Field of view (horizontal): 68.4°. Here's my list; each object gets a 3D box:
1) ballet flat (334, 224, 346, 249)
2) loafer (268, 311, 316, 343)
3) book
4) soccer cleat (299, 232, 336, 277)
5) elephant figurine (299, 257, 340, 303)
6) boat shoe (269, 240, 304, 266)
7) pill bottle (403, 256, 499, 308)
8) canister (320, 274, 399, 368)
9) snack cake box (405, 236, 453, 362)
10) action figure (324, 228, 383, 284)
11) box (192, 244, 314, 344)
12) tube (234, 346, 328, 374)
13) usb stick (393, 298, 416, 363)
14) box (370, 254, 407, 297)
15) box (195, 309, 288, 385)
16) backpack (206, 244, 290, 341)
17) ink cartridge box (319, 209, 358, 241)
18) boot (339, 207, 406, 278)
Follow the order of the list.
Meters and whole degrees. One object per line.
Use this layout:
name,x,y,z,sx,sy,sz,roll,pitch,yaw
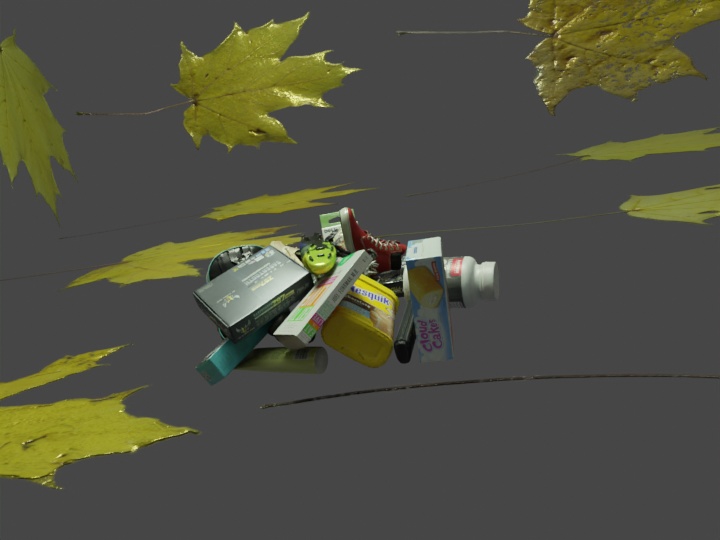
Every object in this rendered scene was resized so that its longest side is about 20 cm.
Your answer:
ballet flat,-0.048,-0.041,1.390,0.063,0.204,0.076,-5,-14,6
loafer,-0.125,0.127,1.109,0.073,0.071,0.200,-50,-12,14
book,-0.066,0.055,0.982,0.201,0.048,0.133,-52,13,-22
soccer cleat,-0.085,-0.020,1.085,0.063,0.085,0.200,-9,18,-11
elephant figurine,-0.113,0.043,1.253,0.140,0.157,0.200,29,29,14
boat shoe,-0.159,-0.018,1.216,0.064,0.073,0.200,-26,32,-7
pill bottle,0.201,0.027,1.170,0.196,0.113,0.111,-2,20,23
canister,0.002,0.093,1.060,0.147,0.087,0.201,28,22,-6
snack cake box,0.131,0.053,0.988,0.066,0.204,0.115,-7,18,9
action figure,0.000,0.000,1.204,0.102,0.200,0.119,-41,23,7
box,-0.214,0.041,1.066,0.199,0.052,0.157,-35,44,-25
tube,-0.157,0.175,1.043,0.196,0.053,0.058,-4,-20,28
usb stick,0.096,0.116,1.054,0.032,0.057,0.200,-4,20,14
box,0.108,0.011,1.366,0.158,0.050,0.200,-7,19,8
box,-0.234,0.137,1.065,0.082,0.049,0.200,-32,12,50
backpack,-0.265,0.049,1.221,0.173,0.204,0.153,-17,1,-17
ink cartridge box,-0.047,-0.074,1.463,0.102,0.204,0.059,-11,-11,-3
boot,0.032,-0.076,1.276,0.141,0.202,0.073,-15,35,5
